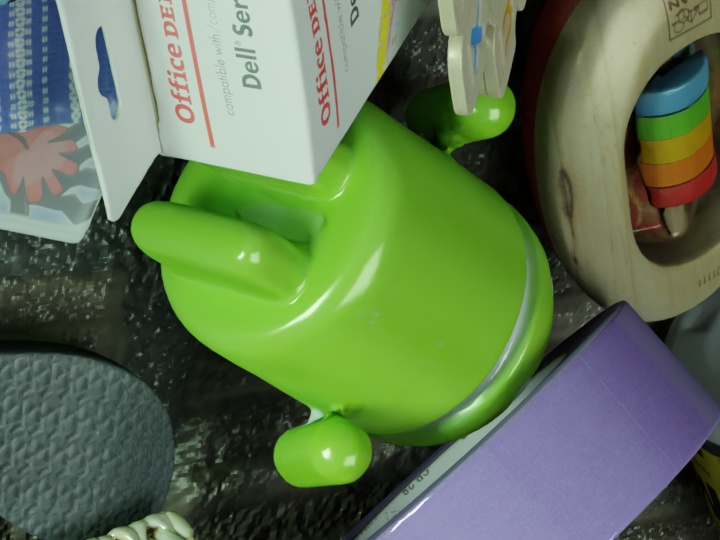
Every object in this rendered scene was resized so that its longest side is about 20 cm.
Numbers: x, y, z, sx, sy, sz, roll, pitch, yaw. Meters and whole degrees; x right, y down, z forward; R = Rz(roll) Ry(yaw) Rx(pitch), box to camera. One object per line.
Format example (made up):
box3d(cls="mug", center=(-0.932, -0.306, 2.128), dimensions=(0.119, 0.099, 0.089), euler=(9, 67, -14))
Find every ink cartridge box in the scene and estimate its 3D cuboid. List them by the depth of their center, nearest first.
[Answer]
box3d(cls="ink cartridge box", center=(-0.028, -0.114, 1.014), dimensions=(0.117, 0.067, 0.200), euler=(81, 30, -42))

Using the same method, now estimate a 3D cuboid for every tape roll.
box3d(cls="tape roll", center=(0.059, 0.102, 1.214), dimensions=(0.200, 0.066, 0.200), euler=(-42, 179, -1))

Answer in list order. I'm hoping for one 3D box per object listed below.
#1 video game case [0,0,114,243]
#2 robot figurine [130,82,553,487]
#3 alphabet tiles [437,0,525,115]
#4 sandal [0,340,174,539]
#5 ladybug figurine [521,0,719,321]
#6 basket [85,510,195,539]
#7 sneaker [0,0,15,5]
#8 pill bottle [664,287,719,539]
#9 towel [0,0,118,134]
box3d(cls="video game case", center=(-0.145, -0.108, 1.014), dimensions=(0.200, 0.023, 0.183), euler=(11, 108, -45))
box3d(cls="robot figurine", center=(0.000, 0.000, 1.143), dimensions=(0.200, 0.116, 0.176), euler=(33, 74, -48))
box3d(cls="alphabet tiles", center=(0.045, -0.164, 1.061), dimensions=(0.200, 0.015, 0.196), euler=(78, 20, -48))
box3d(cls="sandal", center=(-0.154, 0.054, 1.104), dimensions=(0.200, 0.043, 0.076), euler=(20, 94, -39))
box3d(cls="ladybug figurine", center=(0.123, -0.070, 1.240), dimensions=(0.136, 0.072, 0.200), euler=(-29, 133, -26))
box3d(cls="basket", center=(-0.101, 0.232, 1.119), dimensions=(0.161, 0.198, 0.200), euler=(-24, 148, -34))
box3d(cls="sneaker", center=(-0.132, -0.178, 0.921), dimensions=(0.090, 0.078, 0.200), euler=(7, 86, -60))
box3d(cls="pill bottle", center=(0.225, 0.097, 1.409), dimensions=(0.114, 0.114, 0.200), euler=(-40, 135, -15))
box3d(cls="towel", center=(-0.157, -0.102, 0.975), dimensions=(0.200, 0.024, 0.145), euler=(-15, 124, -34))
